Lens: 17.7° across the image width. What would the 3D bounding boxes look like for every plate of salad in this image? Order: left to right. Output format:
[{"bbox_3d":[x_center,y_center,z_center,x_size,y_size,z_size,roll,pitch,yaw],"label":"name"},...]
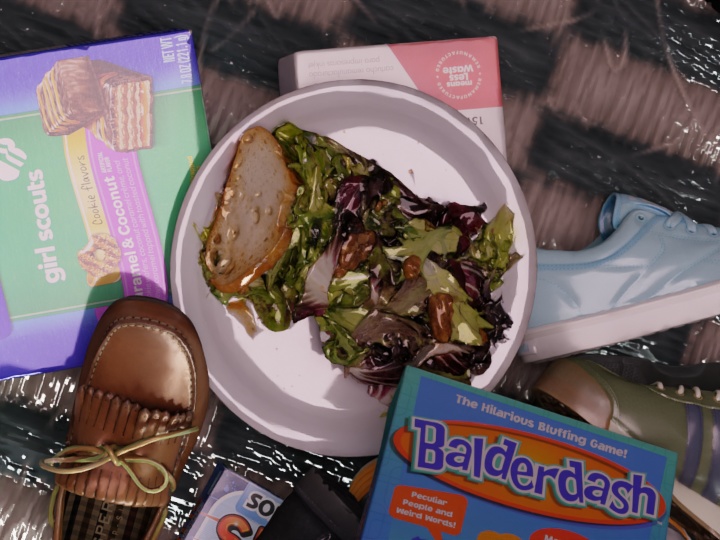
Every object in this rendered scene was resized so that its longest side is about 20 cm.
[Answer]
[{"bbox_3d":[0.000,0.000,1.216,0.199,0.048,0.201,-1,94,-12],"label":"plate of salad"}]

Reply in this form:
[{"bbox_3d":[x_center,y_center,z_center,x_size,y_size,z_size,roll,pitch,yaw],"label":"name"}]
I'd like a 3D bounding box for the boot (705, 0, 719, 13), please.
[{"bbox_3d":[0.314,-0.172,1.322,0.200,0.076,0.168,38,89,-3],"label":"boot"}]

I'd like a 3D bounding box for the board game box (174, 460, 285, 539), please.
[{"bbox_3d":[-0.026,0.215,1.297,0.199,0.034,0.136,30,87,-10],"label":"board game box"}]

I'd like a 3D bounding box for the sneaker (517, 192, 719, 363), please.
[{"bbox_3d":[0.176,-0.010,1.307,0.199,0.074,0.082,-16,91,-14],"label":"sneaker"}]

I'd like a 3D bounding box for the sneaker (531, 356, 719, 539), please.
[{"bbox_3d":[0.190,0.091,1.256,0.200,0.067,0.090,39,79,-13],"label":"sneaker"}]

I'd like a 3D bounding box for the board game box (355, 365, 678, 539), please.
[{"bbox_3d":[0.070,0.152,1.137,0.151,0.045,0.200,17,45,-2],"label":"board game box"}]

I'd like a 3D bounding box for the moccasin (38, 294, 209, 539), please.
[{"bbox_3d":[-0.128,0.100,1.207,0.073,0.078,0.202,21,124,-5],"label":"moccasin"}]

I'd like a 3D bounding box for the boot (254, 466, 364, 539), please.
[{"bbox_3d":[-0.039,0.227,1.201,0.200,0.165,0.066,-48,143,3],"label":"boot"}]

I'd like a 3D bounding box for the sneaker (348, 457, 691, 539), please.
[{"bbox_3d":[0.090,0.160,1.280,0.199,0.077,0.078,8,133,-9],"label":"sneaker"}]

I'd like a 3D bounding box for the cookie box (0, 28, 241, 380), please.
[{"bbox_3d":[-0.178,-0.032,1.240,0.199,0.075,0.172,-10,96,-9],"label":"cookie box"}]

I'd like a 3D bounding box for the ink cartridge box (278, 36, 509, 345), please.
[{"bbox_3d":[0.023,-0.024,1.280,0.116,0.067,0.201,-6,93,-10],"label":"ink cartridge box"}]

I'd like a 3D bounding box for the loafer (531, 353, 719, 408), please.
[{"bbox_3d":[0.192,0.091,1.328,0.199,0.063,0.072,12,63,-14],"label":"loafer"}]
